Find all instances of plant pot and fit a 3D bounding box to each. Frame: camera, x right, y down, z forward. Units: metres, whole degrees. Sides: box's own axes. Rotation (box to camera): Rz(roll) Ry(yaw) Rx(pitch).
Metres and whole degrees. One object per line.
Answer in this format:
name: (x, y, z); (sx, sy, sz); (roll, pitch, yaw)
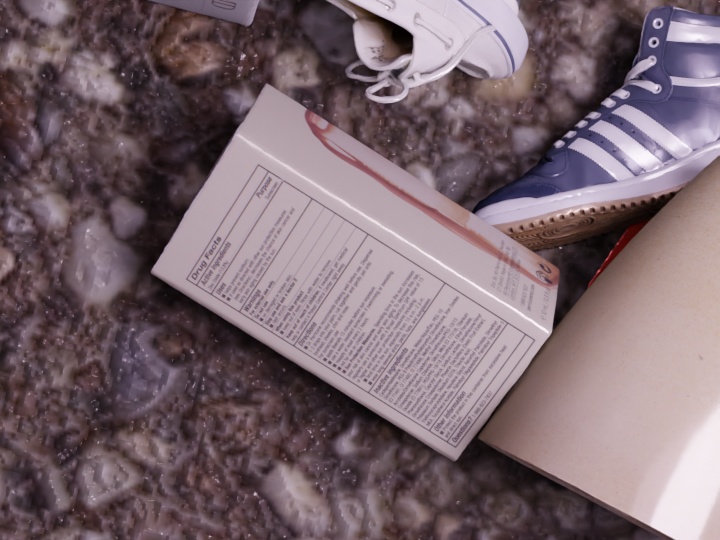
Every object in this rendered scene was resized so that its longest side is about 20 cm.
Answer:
plant pot: (0.190, 0.046, 1.020); (0.187, 0.187, 0.201); (28, 86, -6)

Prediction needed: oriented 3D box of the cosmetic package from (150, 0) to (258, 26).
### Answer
cosmetic package: (-0.129, -0.251, 1.012); (0.199, 0.167, 0.167); (13, 82, -7)

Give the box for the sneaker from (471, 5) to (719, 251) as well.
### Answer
sneaker: (0.148, -0.085, 1.096); (0.199, 0.070, 0.109); (-17, 78, -3)

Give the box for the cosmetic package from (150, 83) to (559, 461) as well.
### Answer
cosmetic package: (0.000, 0.000, 1.035); (0.199, 0.087, 0.104); (33, 115, -7)

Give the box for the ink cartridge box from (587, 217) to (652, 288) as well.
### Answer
ink cartridge box: (0.261, 0.008, 1.117); (0.200, 0.057, 0.163); (37, 80, -9)

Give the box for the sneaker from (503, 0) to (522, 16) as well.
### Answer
sneaker: (0.088, -0.249, 1.098); (0.099, 0.071, 0.201); (-16, 83, -6)

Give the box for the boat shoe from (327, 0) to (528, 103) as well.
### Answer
boat shoe: (0.021, -0.131, 1.033); (0.074, 0.202, 0.087); (18, 82, 36)
